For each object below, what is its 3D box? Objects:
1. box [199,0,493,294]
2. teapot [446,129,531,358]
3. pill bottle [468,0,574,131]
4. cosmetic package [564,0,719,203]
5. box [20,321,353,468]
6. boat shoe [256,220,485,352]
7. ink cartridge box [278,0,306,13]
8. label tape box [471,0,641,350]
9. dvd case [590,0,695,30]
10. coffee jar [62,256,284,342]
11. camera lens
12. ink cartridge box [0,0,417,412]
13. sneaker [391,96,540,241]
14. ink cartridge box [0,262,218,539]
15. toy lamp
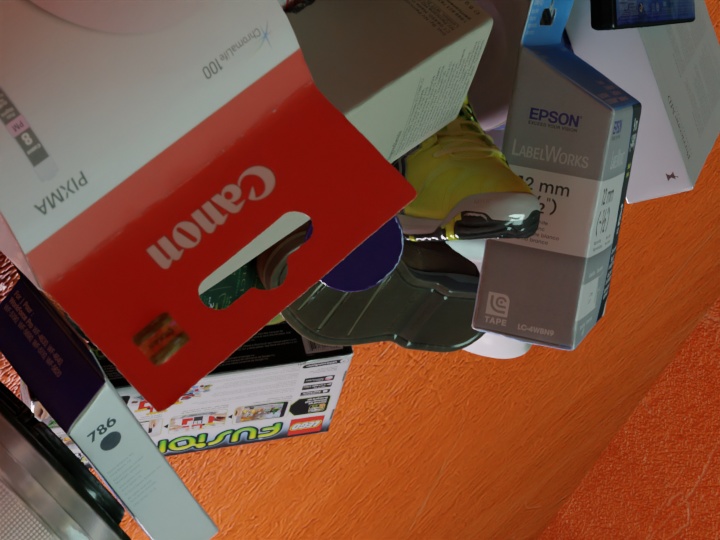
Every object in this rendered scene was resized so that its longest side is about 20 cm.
[{"bbox_3d":[-0.030,-0.073,0.994,0.199,0.068,0.082,-35,158,-35],"label":"box"},{"bbox_3d":[0.072,-0.039,1.471,0.201,0.145,0.198,94,15,-56],"label":"teapot"},{"bbox_3d":[0.099,-0.149,1.351,0.111,0.111,0.200,-53,164,21],"label":"pill bottle"},{"bbox_3d":[0.178,-0.167,1.334,0.051,0.201,0.151,-13,-159,25],"label":"cosmetic package"},{"bbox_3d":[-0.110,0.076,1.285,0.198,0.035,0.110,-7,151,-15],"label":"box"},{"bbox_3d":[0.000,0.000,1.215,0.072,0.068,0.199,-45,146,17],"label":"boat shoe"},{"bbox_3d":[-0.082,-0.132,0.974,0.200,0.067,0.117,-41,163,-24],"label":"ink cartridge box"},{"bbox_3d":[0.122,-0.066,1.200,0.143,0.066,0.202,-24,126,-75],"label":"label tape box"},{"bbox_3d":[0.165,-0.246,1.234,0.142,0.017,0.202,-16,104,-60],"label":"dvd case"},{"bbox_3d":[-0.089,-0.015,1.183,0.200,0.085,0.105,-8,103,-67],"label":"coffee jar"},{"bbox_3d":[-0.233,0.164,1.115,0.200,0.160,0.160,-45,165,-11],"label":"camera lens"},{"bbox_3d":[-0.091,-0.069,0.848,0.162,0.200,0.057,-40,166,-27],"label":"ink cartridge box"},{"bbox_3d":[0.038,-0.064,1.129,0.075,0.200,0.077,-1,106,-22],"label":"sneaker"},{"bbox_3d":[-0.149,0.079,1.146,0.039,0.099,0.201,-37,141,-10],"label":"ink cartridge box"},{"bbox_3d":[-0.022,-0.050,1.120,0.058,0.058,0.200,-51,-159,13],"label":"toy lamp"}]
